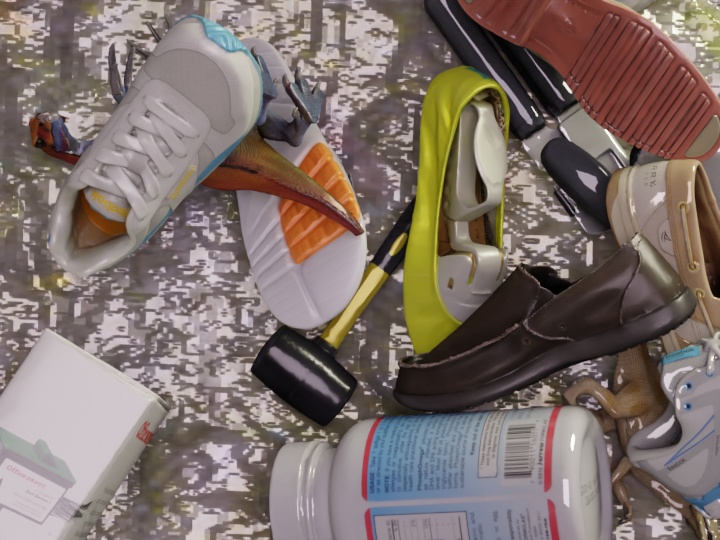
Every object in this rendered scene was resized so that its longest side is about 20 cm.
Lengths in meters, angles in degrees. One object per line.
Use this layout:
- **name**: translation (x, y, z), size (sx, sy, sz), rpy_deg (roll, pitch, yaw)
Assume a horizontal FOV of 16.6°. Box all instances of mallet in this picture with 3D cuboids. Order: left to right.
- **mallet**: translation (0.000, 0.000, 1.596), size (0.066, 0.041, 0.201), rpy_deg (29, 80, -3)

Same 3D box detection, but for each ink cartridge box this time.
- **ink cartridge box**: translation (-0.207, 0.142, 1.516), size (0.084, 0.146, 0.201), rpy_deg (33, 83, 2)

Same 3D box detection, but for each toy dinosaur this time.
- **toy dinosaur**: translation (-0.120, -0.079, 1.548), size (0.181, 0.105, 0.201), rpy_deg (-28, 74, 30)
- **toy dinosaur**: translation (0.173, 0.088, 1.595), size (0.101, 0.058, 0.201), rpy_deg (-14, 88, -20)

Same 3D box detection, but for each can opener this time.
- **can opener**: translation (0.116, -0.112, 1.594), size (0.053, 0.067, 0.200), rpy_deg (-35, 87, -6)

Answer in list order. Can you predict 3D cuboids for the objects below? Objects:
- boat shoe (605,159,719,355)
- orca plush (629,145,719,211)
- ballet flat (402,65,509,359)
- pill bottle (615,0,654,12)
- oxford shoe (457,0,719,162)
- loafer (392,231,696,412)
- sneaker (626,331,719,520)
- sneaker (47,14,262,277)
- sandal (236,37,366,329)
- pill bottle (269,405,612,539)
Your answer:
- **boat shoe**: translation (0.224, 0.018, 1.552), size (0.069, 0.074, 0.201), rpy_deg (-17, 116, 31)
- **orca plush**: translation (0.275, -0.076, 1.597), size (0.199, 0.106, 0.071), rpy_deg (2, 50, 9)
- **ballet flat**: translation (0.067, -0.029, 1.567), size (0.066, 0.067, 0.201), rpy_deg (1, 93, -32)
- **pill bottle**: translation (0.149, -0.271, 1.588), size (0.114, 0.114, 0.200), rpy_deg (-36, 88, -5)
- **oxford shoe**: translation (0.151, -0.143, 1.556), size (0.200, 0.074, 0.071), rpy_deg (41, 106, 4)
- **loafer**: translation (0.107, 0.030, 1.529), size (0.199, 0.073, 0.072), rpy_deg (-21, 94, 15)
- **sneaker**: translation (0.231, 0.061, 1.505), size (0.086, 0.075, 0.201), rpy_deg (25, 114, -13)
- **sneaker**: translation (-0.123, -0.069, 1.477), size (0.076, 0.200, 0.081), rpy_deg (36, 43, 0)
- **sandal**: translation (-0.041, -0.056, 1.588), size (0.079, 0.059, 0.208), rpy_deg (-23, 65, 12)
- **pill bottle**: translation (0.050, 0.142, 1.528), size (0.199, 0.109, 0.110), rpy_deg (-4, 84, 18)
